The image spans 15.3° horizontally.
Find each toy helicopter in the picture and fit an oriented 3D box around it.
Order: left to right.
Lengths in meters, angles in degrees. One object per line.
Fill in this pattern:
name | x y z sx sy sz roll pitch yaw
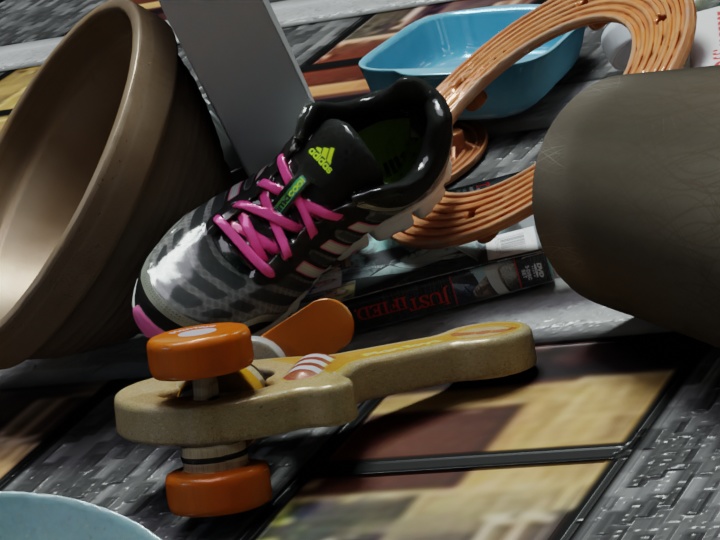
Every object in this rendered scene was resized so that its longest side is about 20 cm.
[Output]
toy helicopter | -0.017 0.051 1.239 0.199 0.079 0.132 -10 7 -17

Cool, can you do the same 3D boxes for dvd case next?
dvd case | 0.000 0.000 1.423 0.200 0.022 0.146 -16 18 4

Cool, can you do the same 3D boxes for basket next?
basket | 0.178 -0.031 1.193 0.180 0.136 0.200 -30 19 -24

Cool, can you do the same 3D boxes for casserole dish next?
casserole dish | 0.074 -0.129 1.678 0.121 0.039 0.200 -1 16 19

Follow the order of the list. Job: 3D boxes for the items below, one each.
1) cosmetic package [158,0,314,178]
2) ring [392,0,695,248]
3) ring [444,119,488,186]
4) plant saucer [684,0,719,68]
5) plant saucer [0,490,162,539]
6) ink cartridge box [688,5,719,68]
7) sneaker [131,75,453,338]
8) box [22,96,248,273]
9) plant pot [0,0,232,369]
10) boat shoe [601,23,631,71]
cosmetic package | -0.067 -0.124 1.389 0.052 0.200 0.151 -26 45 0
ring | 0.093 -0.082 1.402 0.200 0.019 0.201 -33 26 19
ring | -0.021 -0.061 1.625 0.200 0.019 0.200 -14 18 5
plant saucer | 0.264 -0.153 1.520 0.200 0.050 0.200 -30 -14 -8
plant saucer | -0.149 0.163 0.983 0.200 0.039 0.201 -6 38 5
ink cartridge box | 0.272 -0.100 1.381 0.199 0.084 0.146 -13 18 10
sneaker | -0.028 -0.034 1.297 0.200 0.074 0.088 -33 -20 -28
box | -0.114 -0.045 1.561 0.193 0.048 0.200 -27 18 -4
plant pot | -0.129 -0.032 1.385 0.201 0.093 0.201 -47 28 35
boat shoe | 0.213 -0.179 1.566 0.199 0.068 0.074 -26 -15 -21
